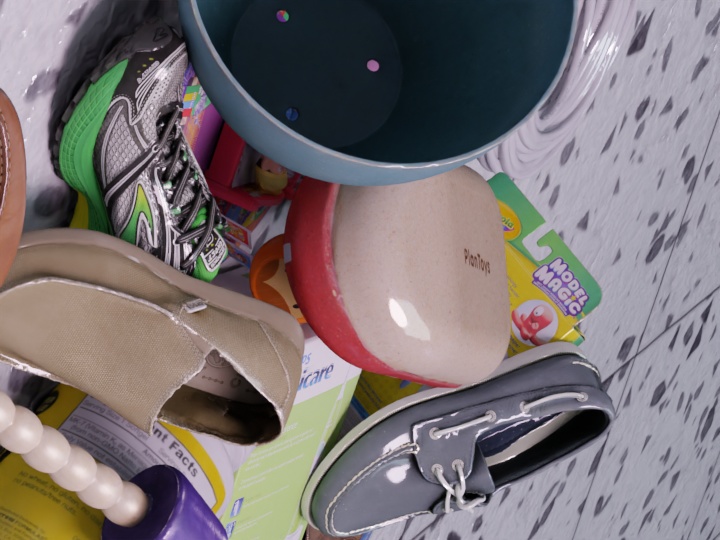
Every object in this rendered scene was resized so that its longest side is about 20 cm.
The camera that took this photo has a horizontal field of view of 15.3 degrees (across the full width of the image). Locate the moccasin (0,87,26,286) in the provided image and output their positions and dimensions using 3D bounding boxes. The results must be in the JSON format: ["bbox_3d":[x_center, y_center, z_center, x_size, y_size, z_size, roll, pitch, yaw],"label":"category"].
[{"bbox_3d":[-0.204,0.007,1.165,0.202,0.074,0.078,-60,170,16],"label":"moccasin"}]

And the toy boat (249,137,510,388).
[{"bbox_3d":[0.000,0.000,1.482,0.200,0.130,0.131,20,64,-70],"label":"toy boat"}]

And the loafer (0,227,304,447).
[{"bbox_3d":[-0.108,0.036,1.304,0.200,0.068,0.076,14,131,-30],"label":"loafer"}]

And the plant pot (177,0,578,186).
[{"bbox_3d":[-0.006,-0.127,1.361,0.200,0.200,0.135,-56,-176,-22],"label":"plant pot"}]

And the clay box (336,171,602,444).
[{"bbox_3d":[0.048,0.044,1.674,0.200,0.115,0.048,-39,161,3],"label":"clay box"}]

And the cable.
[{"bbox_3d":[0.119,-0.160,1.780,0.200,0.069,0.200,-67,161,11],"label":"cable"}]

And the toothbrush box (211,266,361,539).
[{"bbox_3d":[-0.080,0.108,1.573,0.146,0.086,0.200,-21,134,-64],"label":"toothbrush box"}]

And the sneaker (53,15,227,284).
[{"bbox_3d":[-0.099,-0.042,1.342,0.078,0.085,0.200,-48,155,-39],"label":"sneaker"}]

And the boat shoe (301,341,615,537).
[{"bbox_3d":[0.061,0.110,1.606,0.200,0.062,0.073,-26,133,-11],"label":"boat shoe"}]

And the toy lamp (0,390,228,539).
[{"bbox_3d":[-0.141,0.091,1.287,0.200,0.058,0.058,40,74,-36],"label":"toy lamp"}]

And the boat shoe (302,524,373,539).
[{"bbox_3d":[-0.046,0.172,1.762,0.200,0.072,0.072,-50,155,-36],"label":"boat shoe"}]

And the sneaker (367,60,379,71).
[{"bbox_3d":[0.006,-0.055,1.584,0.089,0.080,0.200,-55,165,-21],"label":"sneaker"}]

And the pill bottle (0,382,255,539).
[{"bbox_3d":[-0.137,0.122,1.402,0.200,0.114,0.114,-51,157,-33],"label":"pill bottle"}]

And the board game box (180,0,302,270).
[{"bbox_3d":[-0.048,-0.079,1.491,0.158,0.039,0.200,-55,159,-25],"label":"board game box"}]
